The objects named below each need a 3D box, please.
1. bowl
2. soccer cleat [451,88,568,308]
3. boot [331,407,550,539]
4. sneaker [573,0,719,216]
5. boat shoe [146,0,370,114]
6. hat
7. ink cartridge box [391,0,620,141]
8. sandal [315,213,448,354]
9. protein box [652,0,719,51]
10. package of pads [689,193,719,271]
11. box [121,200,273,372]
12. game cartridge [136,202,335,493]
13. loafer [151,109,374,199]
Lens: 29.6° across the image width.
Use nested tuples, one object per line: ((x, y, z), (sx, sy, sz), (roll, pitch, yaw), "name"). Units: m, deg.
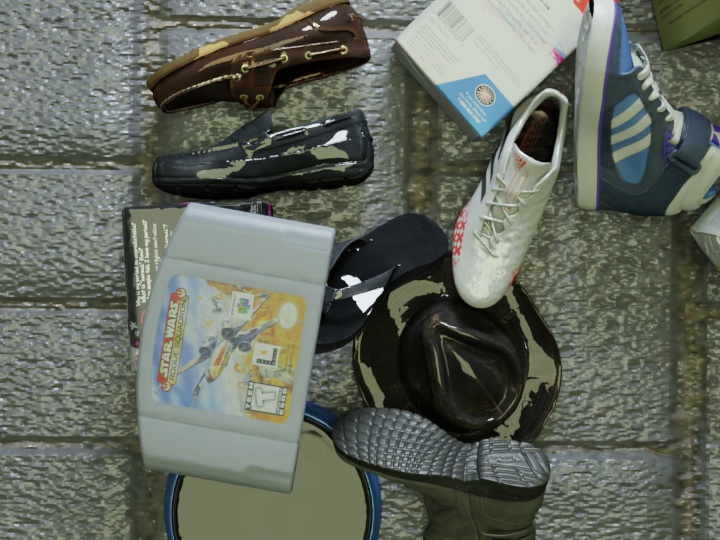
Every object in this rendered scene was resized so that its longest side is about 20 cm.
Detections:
((-0.078, 0.214, 1.216), (0.197, 0.039, 0.204), (0, 91, -2), "bowl")
((0.132, -0.066, 1.183), (0.068, 0.085, 0.202), (24, 79, 0), "soccer cleat")
((0.065, 0.200, 1.187), (0.197, 0.068, 0.132), (13, 131, 8), "boot")
((0.257, -0.138, 1.160), (0.144, 0.081, 0.203), (0, 124, 5), "sneaker")
((-0.087, -0.178, 1.195), (0.197, 0.070, 0.071), (-23, 87, -1), "boat shoe")
((0.087, 0.085, 1.198), (0.197, 0.081, 0.204), (0, 91, -1), "hat")
((0.137, -0.225, 1.204), (0.200, 0.067, 0.116), (-43, 92, -1), "ink cartridge box")
((0.000, -0.001, 1.162), (0.076, 0.043, 0.200), (39, 50, 16), "sandal")
((0.320, -0.312, 1.143), (0.133, 0.199, 0.203), (-13, 90, -2), "protein box")
((0.403, -0.022, 1.196), (0.200, 0.068, 0.155), (42, 88, -16), "package of pads")
((-0.129, 0.011, 1.131), (0.113, 0.200, 0.135), (-3, 92, 0), "box")
((-0.098, 0.057, 1.017), (0.131, 0.042, 0.203), (9, 93, -6), "game cartridge")
((-0.086, -0.104, 1.201), (0.197, 0.068, 0.072), (-6, 83, -7), "loafer")
